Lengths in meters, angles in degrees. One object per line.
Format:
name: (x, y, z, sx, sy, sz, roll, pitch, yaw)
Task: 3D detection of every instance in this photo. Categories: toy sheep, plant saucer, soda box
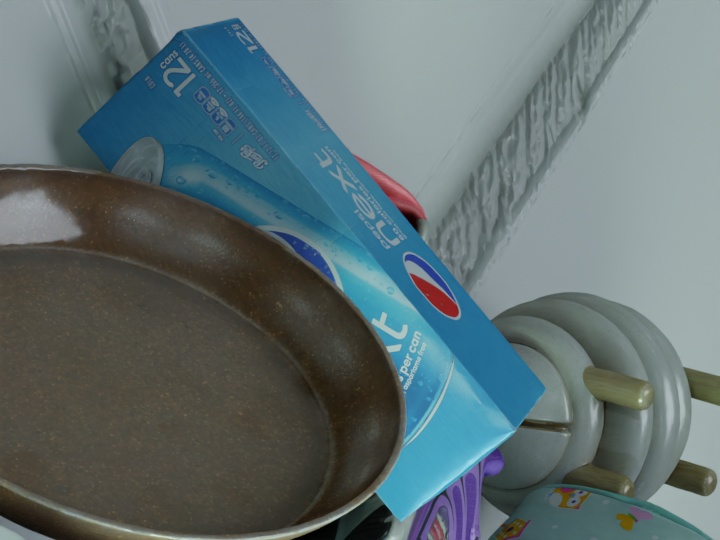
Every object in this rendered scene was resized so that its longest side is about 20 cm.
toy sheep: (0.109, 0.074, 1.068, 0.200, 0.138, 0.138, 10, 76, -53)
plant saucer: (-0.082, 0.033, 0.702, 0.200, 0.200, 0.035, -41, 157, -56)
soda box: (-0.018, -0.003, 0.812, 0.200, 0.064, 0.068, 50, 19, 2)

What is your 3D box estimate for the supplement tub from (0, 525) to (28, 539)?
supplement tub: (-0.091, 0.178, 0.662, 0.200, 0.144, 0.145, 50, 43, -46)

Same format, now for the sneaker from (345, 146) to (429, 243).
sneaker: (0.000, 0.000, 0.924, 0.200, 0.087, 0.074, 41, 50, -52)

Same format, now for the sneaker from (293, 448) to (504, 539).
sneaker: (0.019, 0.131, 0.913, 0.083, 0.081, 0.200, 50, 47, -21)

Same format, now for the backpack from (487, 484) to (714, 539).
backpack: (0.116, 0.212, 0.987, 0.153, 0.176, 0.201, -31, 129, -40)
